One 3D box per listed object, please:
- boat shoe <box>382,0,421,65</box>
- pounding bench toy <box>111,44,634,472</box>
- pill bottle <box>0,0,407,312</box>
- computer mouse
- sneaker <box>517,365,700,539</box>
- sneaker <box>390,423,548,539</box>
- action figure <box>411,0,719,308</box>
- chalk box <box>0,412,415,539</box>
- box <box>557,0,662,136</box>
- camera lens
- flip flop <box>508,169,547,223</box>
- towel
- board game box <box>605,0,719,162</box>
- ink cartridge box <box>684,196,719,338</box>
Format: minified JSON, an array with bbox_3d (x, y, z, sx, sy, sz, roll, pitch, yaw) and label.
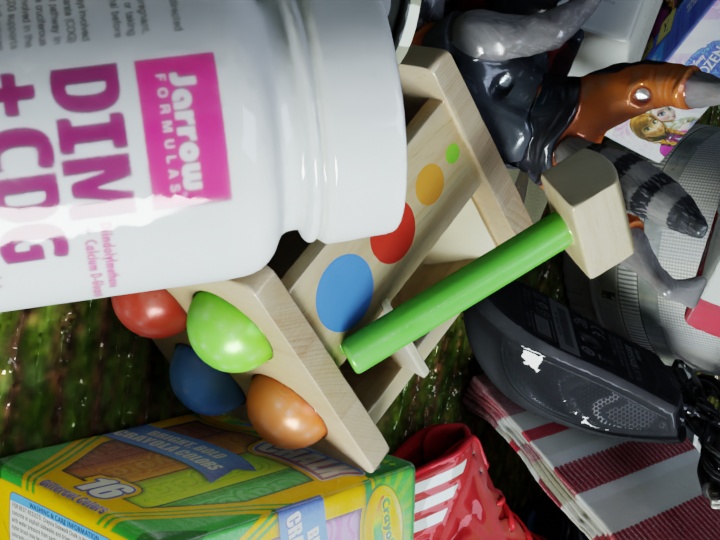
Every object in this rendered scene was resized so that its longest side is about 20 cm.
[{"bbox_3d":[-0.017,-0.175,0.600,0.063,0.073,0.203,6,73,-40],"label":"boat shoe"},{"bbox_3d":[0.000,0.000,0.616,0.156,0.199,0.125,-51,133,-23],"label":"pounding bench toy"},{"bbox_3d":[-0.090,-0.048,0.504,0.199,0.113,0.114,-8,109,-9],"label":"pill bottle"},{"bbox_3d":[0.140,0.073,0.845,0.053,0.199,0.139,-59,-175,22],"label":"computer mouse"},{"bbox_3d":[0.163,0.141,0.939,0.112,0.073,0.201,27,79,-50],"label":"sneaker"},{"bbox_3d":[0.087,0.151,0.828,0.199,0.078,0.116,6,91,-35],"label":"sneaker"},{"bbox_3d":[0.087,-0.093,0.639,0.105,0.193,0.201,-44,152,-47],"label":"action figure"},{"bbox_3d":[-0.055,0.139,0.650,0.199,0.124,0.125,-10,107,-48],"label":"chalk box"},{"bbox_3d":[0.129,-0.197,0.770,0.124,0.097,0.201,71,41,-72],"label":"box"},{"bbox_3d":[0.251,-0.009,0.910,0.159,0.199,0.161,-14,108,-46],"label":"camera lens"},{"bbox_3d":[0.115,-0.091,0.843,0.081,0.057,0.201,30,74,-48],"label":"flip flop"},{"bbox_3d":[0.167,0.129,0.866,0.144,0.200,0.023,-9,140,-46],"label":"towel"},{"bbox_3d":[0.217,-0.196,0.811,0.041,0.200,0.200,25,51,-8],"label":"board game box"},{"bbox_3d":[0.263,-0.047,0.700,0.200,0.144,0.146,85,26,-68],"label":"ink cartridge box"}]
